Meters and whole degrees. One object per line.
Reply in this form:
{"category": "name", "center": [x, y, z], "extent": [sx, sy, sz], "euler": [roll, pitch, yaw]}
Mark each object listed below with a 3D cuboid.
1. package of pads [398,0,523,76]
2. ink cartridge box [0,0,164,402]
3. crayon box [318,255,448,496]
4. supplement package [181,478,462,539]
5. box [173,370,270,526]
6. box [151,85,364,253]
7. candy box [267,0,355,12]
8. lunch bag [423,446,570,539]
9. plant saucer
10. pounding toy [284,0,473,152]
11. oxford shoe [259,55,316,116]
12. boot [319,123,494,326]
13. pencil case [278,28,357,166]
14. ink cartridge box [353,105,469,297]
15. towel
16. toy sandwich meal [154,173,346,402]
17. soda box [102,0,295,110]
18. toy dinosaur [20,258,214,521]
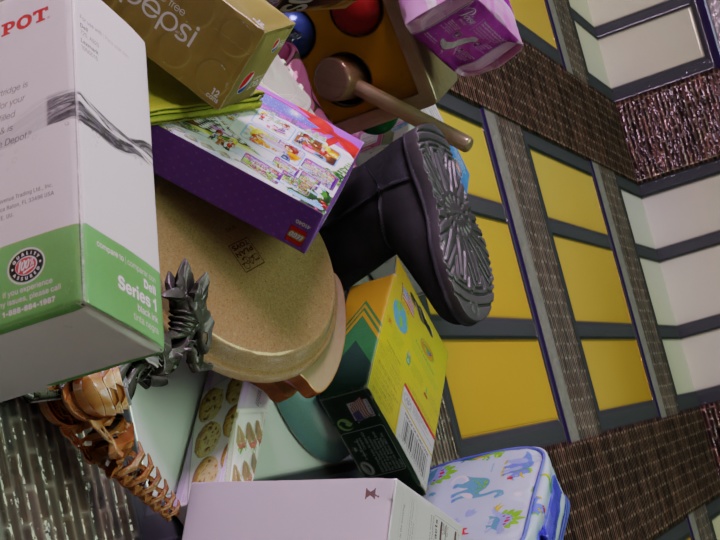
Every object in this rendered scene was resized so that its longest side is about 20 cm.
{"category": "package of pads", "center": [0.074, -0.284, 1.290], "extent": [0.120, 0.075, 0.202], "euler": [29, 41, -52]}
{"category": "ink cartridge box", "center": [-0.192, -0.041, 0.793], "extent": [0.084, 0.145, 0.202], "euler": [39, 40, -57]}
{"category": "crayon box", "center": [0.026, 0.095, 1.292], "extent": [0.128, 0.050, 0.201], "euler": [62, 24, -27]}
{"category": "supplement package", "center": [-0.034, 0.245, 0.909], "extent": [0.111, 0.154, 0.202], "euler": [44, 48, -53]}
{"category": "box", "center": [-0.096, 0.110, 1.065], "extent": [0.039, 0.041, 0.201], "euler": [59, 26, -33]}
{"category": "box", "center": [-0.104, -0.101, 1.046], "extent": [0.199, 0.039, 0.137], "euler": [28, 30, -1]}
{"category": "candy box", "center": [-0.069, -0.255, 1.180], "extent": [0.199, 0.116, 0.057], "euler": [-13, 84, -34]}
{"category": "lunch bag", "center": [0.106, 0.244, 1.300], "extent": [0.083, 0.159, 0.200], "euler": [66, 21, -16]}
{"category": "plant saucer", "center": [-0.035, 0.068, 1.268], "extent": [0.200, 0.027, 0.201], "euler": [51, 29, -44]}
{"category": "pounding toy", "center": [0.002, -0.195, 1.341], "extent": [0.202, 0.183, 0.142], "euler": [68, 22, -13]}
{"category": "oxford shoe", "center": [-0.074, -0.146, 1.146], "extent": [0.200, 0.075, 0.058], "euler": [42, 66, -18]}
{"category": "boot", "center": [0.000, -0.001, 1.128], "extent": [0.065, 0.199, 0.166], "euler": [16, 54, -49]}
{"category": "pencil case", "center": [-0.052, -0.110, 1.290], "extent": [0.094, 0.090, 0.201], "euler": [36, -24, 59]}
{"category": "ink cartridge box", "center": [0.047, -0.087, 1.510], "extent": [0.145, 0.084, 0.201], "euler": [60, 26, -31]}
{"category": "towel", "center": [-0.158, -0.133, 0.991], "extent": [0.086, 0.018, 0.199], "euler": [44, 33, 22]}
{"category": "toy sandwich meal", "center": [-0.097, 0.007, 1.055], "extent": [0.204, 0.070, 0.207], "euler": [22, 49, -29]}
{"category": "soda box", "center": [-0.147, -0.200, 0.997], "extent": [0.199, 0.068, 0.064], "euler": [37, 22, 5]}
{"category": "toy dinosaur", "center": [-0.167, 0.060, 0.897], "extent": [0.136, 0.101, 0.202], "euler": [-38, 129, -52]}
